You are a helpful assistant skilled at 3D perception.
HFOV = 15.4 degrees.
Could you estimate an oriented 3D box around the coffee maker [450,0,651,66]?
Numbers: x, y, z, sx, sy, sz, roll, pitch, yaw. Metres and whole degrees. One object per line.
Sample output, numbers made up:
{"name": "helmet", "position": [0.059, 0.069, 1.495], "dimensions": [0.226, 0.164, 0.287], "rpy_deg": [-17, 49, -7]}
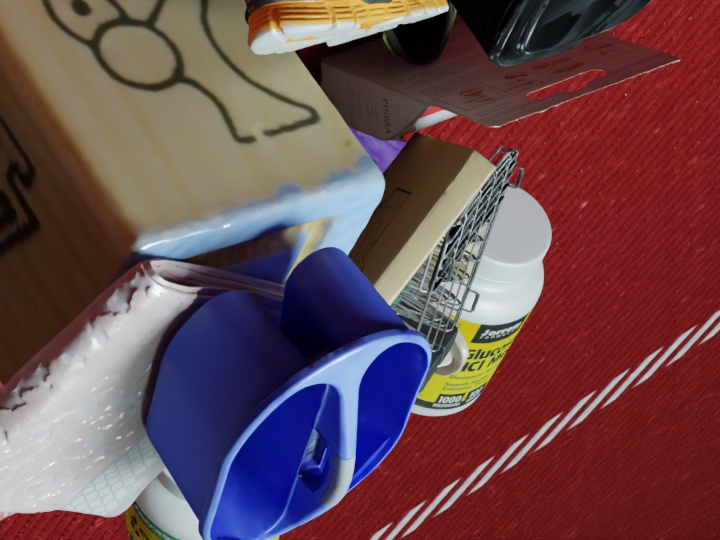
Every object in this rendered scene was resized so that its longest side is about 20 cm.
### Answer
{"name": "coffee maker", "position": [0.064, -0.219, 1.519], "dimensions": [0.192, 0.200, 0.135], "rpy_deg": [-29, 156, -15]}

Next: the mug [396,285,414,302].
{"name": "mug", "position": [-0.038, 0.049, 1.903], "dimensions": [0.152, 0.114, 0.185], "rpy_deg": [-43, 142, -59]}

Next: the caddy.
{"name": "caddy", "position": [-0.036, 0.082, 1.503], "dimensions": [0.141, 0.105, 0.200], "rpy_deg": [-24, 155, -26]}

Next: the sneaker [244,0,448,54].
{"name": "sneaker", "position": [-0.009, -0.175, 1.567], "dimensions": [0.078, 0.077, 0.200], "rpy_deg": [-17, 179, 24]}

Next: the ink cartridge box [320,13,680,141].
{"name": "ink cartridge box", "position": [0.092, -0.123, 1.778], "dimensions": [0.161, 0.200, 0.050], "rpy_deg": [-22, 120, -28]}

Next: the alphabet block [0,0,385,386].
{"name": "alphabet block", "position": [-0.137, -0.049, 1.580], "dimensions": [0.195, 0.200, 0.197], "rpy_deg": [-15, 150, -38]}

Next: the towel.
{"name": "towel", "position": [-0.137, 0.073, 1.521], "dimensions": [0.200, 0.032, 0.191], "rpy_deg": [-43, 156, 18]}

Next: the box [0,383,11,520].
{"name": "box", "position": [-0.246, 0.080, 1.815], "dimensions": [0.095, 0.103, 0.200], "rpy_deg": [-25, 155, -22]}

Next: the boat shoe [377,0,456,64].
{"name": "boat shoe", "position": [0.032, -0.202, 1.692], "dimensions": [0.072, 0.061, 0.201], "rpy_deg": [-30, 158, -11]}

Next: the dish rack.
{"name": "dish rack", "position": [0.044, 0.009, 1.775], "dimensions": [0.153, 0.054, 0.200], "rpy_deg": [-54, 165, -52]}

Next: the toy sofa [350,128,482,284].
{"name": "toy sofa", "position": [0.014, -0.053, 1.884], "dimensions": [0.200, 0.083, 0.098], "rpy_deg": [16, 87, -62]}

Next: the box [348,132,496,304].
{"name": "box", "position": [0.000, 0.000, 1.700], "dimensions": [0.200, 0.021, 0.163], "rpy_deg": [-52, -166, -3]}

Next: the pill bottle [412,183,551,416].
{"name": "pill bottle", "position": [0.079, 0.020, 2.137], "dimensions": [0.112, 0.113, 0.200], "rpy_deg": [-20, 154, -32]}

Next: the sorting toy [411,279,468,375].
{"name": "sorting toy", "position": [-0.042, 0.066, 2.090], "dimensions": [0.200, 0.107, 0.180], "rpy_deg": [-11, 164, -17]}

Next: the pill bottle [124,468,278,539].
{"name": "pill bottle", "position": [-0.102, 0.140, 1.795], "dimensions": [0.113, 0.113, 0.200], "rpy_deg": [-28, 165, -15]}
